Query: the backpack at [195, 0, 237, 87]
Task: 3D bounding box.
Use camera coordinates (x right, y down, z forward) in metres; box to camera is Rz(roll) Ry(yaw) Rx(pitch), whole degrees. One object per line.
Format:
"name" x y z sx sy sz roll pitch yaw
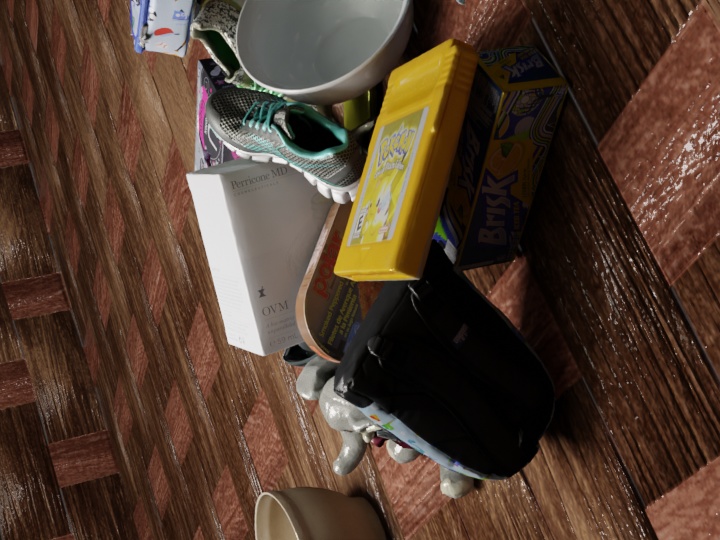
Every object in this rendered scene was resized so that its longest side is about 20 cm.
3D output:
"backpack" -0.119 -0.315 1.362 0.201 0.152 0.193 118 137 -54

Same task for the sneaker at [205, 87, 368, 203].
"sneaker" -0.074 -0.145 1.163 0.197 0.078 0.091 24 164 17

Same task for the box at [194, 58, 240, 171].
"box" -0.141 -0.164 1.504 0.115 0.130 0.202 -124 32 -42

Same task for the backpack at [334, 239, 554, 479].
"backpack" 0.085 0.099 1.056 0.198 0.165 0.154 33 164 -8

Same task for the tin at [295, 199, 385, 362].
"tin" 0.000 0.000 1.224 0.042 0.111 0.203 -7 58 61

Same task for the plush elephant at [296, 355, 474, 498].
"plush elephant" 0.021 0.156 1.259 0.164 0.152 0.204 31 129 58

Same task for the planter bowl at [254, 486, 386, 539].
"planter bowl" -0.043 0.375 1.529 0.200 0.133 0.204 39 134 55

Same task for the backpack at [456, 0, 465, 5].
"backpack" 0.058 -0.313 1.013 0.200 0.151 0.166 -138 34 -72

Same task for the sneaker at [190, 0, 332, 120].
"sneaker" -0.115 -0.211 1.254 0.200 0.089 0.077 46 134 -11

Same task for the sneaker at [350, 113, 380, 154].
"sneaker" 0.051 -0.126 1.164 0.199 0.074 0.072 6 107 66

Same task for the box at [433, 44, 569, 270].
"box" 0.118 -0.096 1.035 0.202 0.069 0.065 102 149 -42

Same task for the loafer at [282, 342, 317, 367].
"loafer" -0.050 0.079 1.488 0.069 0.069 0.201 69 155 18

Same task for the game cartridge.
"game cartridge" 0.037 -0.091 1.009 0.176 0.032 0.204 175 109 -73

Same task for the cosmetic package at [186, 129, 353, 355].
"cosmetic package" -0.065 -0.037 1.291 0.122 0.197 0.204 6 112 64

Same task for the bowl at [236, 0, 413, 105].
"bowl" -0.023 -0.245 1.197 0.090 0.200 0.202 45 -169 -53

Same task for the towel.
"towel" -0.002 -0.243 1.305 0.086 0.018 0.204 -140 44 -61

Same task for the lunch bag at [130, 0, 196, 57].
"lunch bag" -0.219 -0.341 1.279 0.161 0.074 0.204 122 148 -61
